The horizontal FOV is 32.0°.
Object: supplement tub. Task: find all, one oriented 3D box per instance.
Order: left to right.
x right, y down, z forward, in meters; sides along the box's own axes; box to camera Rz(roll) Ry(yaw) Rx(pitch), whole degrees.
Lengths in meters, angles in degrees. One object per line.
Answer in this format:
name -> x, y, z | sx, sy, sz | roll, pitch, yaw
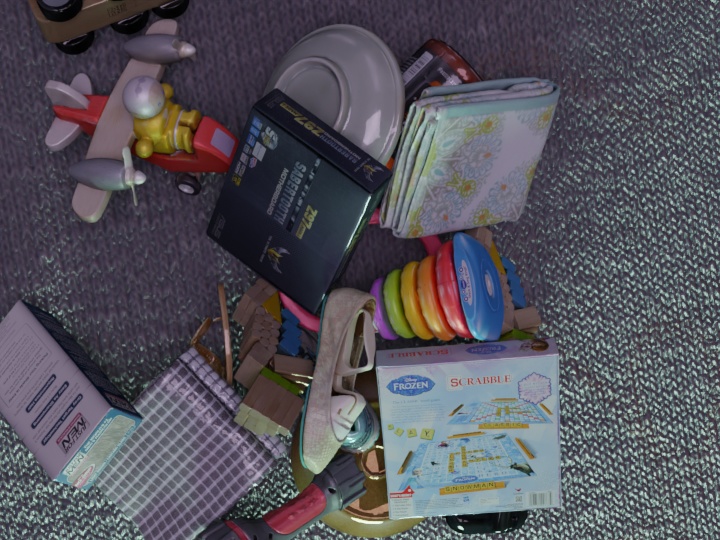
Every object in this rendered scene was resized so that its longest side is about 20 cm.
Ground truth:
supplement tub -> 0.046, -0.155, 1.402 | 0.200, 0.107, 0.107 | -45, 98, 0

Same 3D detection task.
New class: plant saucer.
plant saucer -> -0.046, -0.173, 1.360 | 0.199, 0.050, 0.202 | -7, 78, 36
plant saucer -> 0.018, 0.218, 1.467 | 0.198, 0.035, 0.202 | -1, 95, -6

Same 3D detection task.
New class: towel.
towel -> -0.201, 0.208, 1.383 | 0.166, 0.086, 0.200 | 44, 113, -3
towel -> 0.120, -0.124, 1.375 | 0.199, 0.048, 0.172 | -10, 131, -34

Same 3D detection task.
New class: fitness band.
fitness band -> 0.000, 0.000, 1.449 | 0.198, 0.037, 0.145 | -7, 93, -6

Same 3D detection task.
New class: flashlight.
flashlight -> -0.083, 0.265, 1.371 | 0.199, 0.068, 0.068 | -30, 95, -29

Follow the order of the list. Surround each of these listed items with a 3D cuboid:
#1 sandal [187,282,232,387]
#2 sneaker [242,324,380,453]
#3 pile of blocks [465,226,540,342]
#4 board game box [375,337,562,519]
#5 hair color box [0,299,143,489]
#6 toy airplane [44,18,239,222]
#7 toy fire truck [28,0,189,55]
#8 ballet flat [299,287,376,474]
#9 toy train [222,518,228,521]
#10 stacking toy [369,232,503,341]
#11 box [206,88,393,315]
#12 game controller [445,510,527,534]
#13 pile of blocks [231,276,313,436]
sandal -> -0.175, 0.124, 1.420 | 0.069, 0.078, 0.214 | -7, 102, -6
sneaker -> -0.056, 0.119, 1.409 | 0.200, 0.086, 0.078 | 42, 87, 12
pile of blocks -> 0.155, 0.049, 1.455 | 0.082, 0.062, 0.202 | -4, 73, -48
board game box -> 0.122, 0.177, 1.392 | 0.198, 0.041, 0.201 | -4, 115, 2
hair color box -> -0.332, 0.132, 1.355 | 0.100, 0.060, 0.200 | -51, 56, 3
toy airplane -> -0.246, -0.168, 1.351 | 0.198, 0.141, 0.201 | -23, 74, -20
toy fire truck -> -0.293, -0.367, 1.356 | 0.175, 0.129, 0.201 | -22, 73, -8
ballet flat -> -0.020, 0.116, 1.329 | 0.062, 0.067, 0.202 | 3, 79, 26
toy train -> -0.159, 0.327, 1.390 | 0.084, 0.200, 0.117 | 21, 84, 34
stacking toy -> 0.049, 0.036, 1.385 | 0.198, 0.110, 0.117 | -13, 79, 20
box -> -0.069, -0.070, 1.339 | 0.157, 0.051, 0.201 | 36, 134, 9
game controller -> 0.152, 0.211, 1.476 | 0.103, 0.042, 0.202 | 2, 94, -8
pile of blocks -> -0.100, 0.102, 1.371 | 0.081, 0.201, 0.062 | 14, 138, -20
